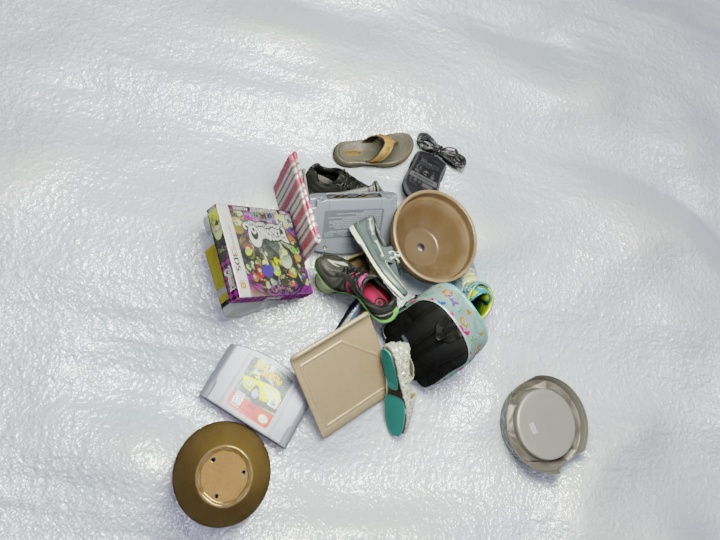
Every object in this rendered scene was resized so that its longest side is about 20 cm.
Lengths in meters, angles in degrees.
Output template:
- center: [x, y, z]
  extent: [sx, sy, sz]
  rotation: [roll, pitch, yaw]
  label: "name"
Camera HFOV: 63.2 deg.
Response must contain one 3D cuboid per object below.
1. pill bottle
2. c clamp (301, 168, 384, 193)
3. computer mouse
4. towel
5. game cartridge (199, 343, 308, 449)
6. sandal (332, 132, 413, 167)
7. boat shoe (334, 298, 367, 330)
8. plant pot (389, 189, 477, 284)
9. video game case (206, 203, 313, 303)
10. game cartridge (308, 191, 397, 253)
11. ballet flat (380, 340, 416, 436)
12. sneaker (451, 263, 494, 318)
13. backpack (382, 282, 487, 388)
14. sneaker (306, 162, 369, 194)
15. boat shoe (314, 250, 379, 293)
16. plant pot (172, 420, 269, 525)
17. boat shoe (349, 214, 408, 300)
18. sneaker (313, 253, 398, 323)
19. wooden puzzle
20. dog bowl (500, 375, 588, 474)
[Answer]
- center: [-0.248, -0.018, 1.171]
  extent: [0.109, 0.111, 0.204]
  rotation: [-17, 79, -19]
  label: "pill bottle"
- center: [-0.027, -0.141, 1.254]
  extent: [0.195, 0.175, 0.027]
  rotation: [-9, 31, -17]
  label: "c clamp"
- center: [0.157, -0.222, 1.375]
  extent: [0.137, 0.053, 0.202]
  rotation: [31, 58, 1]
  label: "computer mouse"
- center: [-0.130, -0.123, 1.216]
  extent: [0.029, 0.146, 0.205]
  rotation: [-11, 77, -25]
  label: "towel"
- center: [-0.197, 0.238, 1.150]
  extent: [0.197, 0.041, 0.135]
  rotation: [32, 65, -4]
  label: "game cartridge"
- center: [0.034, -0.285, 1.352]
  extent: [0.195, 0.055, 0.084]
  rotation: [-5, 71, -12]
  label: "sandal"
- center: [-0.011, 0.126, 1.219]
  extent: [0.072, 0.072, 0.202]
  rotation: [36, 78, -6]
  label: "boat shoe"
- center: [0.146, -0.062, 1.274]
  extent: [0.196, 0.093, 0.206]
  rotation: [5, 73, -17]
  label: "plant pot"
- center: [-0.189, -0.033, 1.128]
  extent: [0.198, 0.035, 0.186]
  rotation: [0, 69, -53]
  label: "video game case"
- center: [-0.022, -0.101, 1.250]
  extent: [0.195, 0.136, 0.041]
  rotation: [-4, 31, -20]
  label: "game cartridge"
- center: [0.085, 0.235, 1.174]
  extent: [0.070, 0.072, 0.205]
  rotation: [-11, 109, -17]
  label: "ballet flat"
- center: [0.243, 0.025, 1.278]
  extent: [0.077, 0.131, 0.205]
  rotation: [0, 73, -14]
  label: "sneaker"
- center: [0.161, 0.123, 1.191]
  extent: [0.149, 0.200, 0.179]
  rotation: [-32, 82, -36]
  label: "backpack"
- center: [-0.033, -0.177, 1.287]
  extent: [0.195, 0.091, 0.078]
  rotation: [14, 65, -12]
  label: "sneaker"
- center: [0.000, 0.000, 1.255]
  extent: [0.196, 0.063, 0.075]
  rotation: [-20, 83, -18]
  label: "boat shoe"
- center: [-0.238, 0.352, 1.016]
  extent: [0.181, 0.200, 0.191]
  rotation: [4, 71, -13]
  label: "plant pot"
- center: [0.047, -0.031, 1.181]
  extent: [0.061, 0.073, 0.202]
  rotation: [-35, 60, 3]
  label: "boat shoe"
- center: [-0.003, 0.021, 1.163]
  extent: [0.197, 0.084, 0.077]
  rotation: [32, 61, 9]
  label: "sneaker"
- center: [-0.033, 0.205, 1.161]
  extent: [0.182, 0.037, 0.204]
  rotation: [-28, 115, -21]
  label: "wooden puzzle"
- center: [0.391, 0.332, 1.265]
  extent: [0.195, 0.059, 0.205]
  rotation: [4, 72, -13]
  label: "dog bowl"
